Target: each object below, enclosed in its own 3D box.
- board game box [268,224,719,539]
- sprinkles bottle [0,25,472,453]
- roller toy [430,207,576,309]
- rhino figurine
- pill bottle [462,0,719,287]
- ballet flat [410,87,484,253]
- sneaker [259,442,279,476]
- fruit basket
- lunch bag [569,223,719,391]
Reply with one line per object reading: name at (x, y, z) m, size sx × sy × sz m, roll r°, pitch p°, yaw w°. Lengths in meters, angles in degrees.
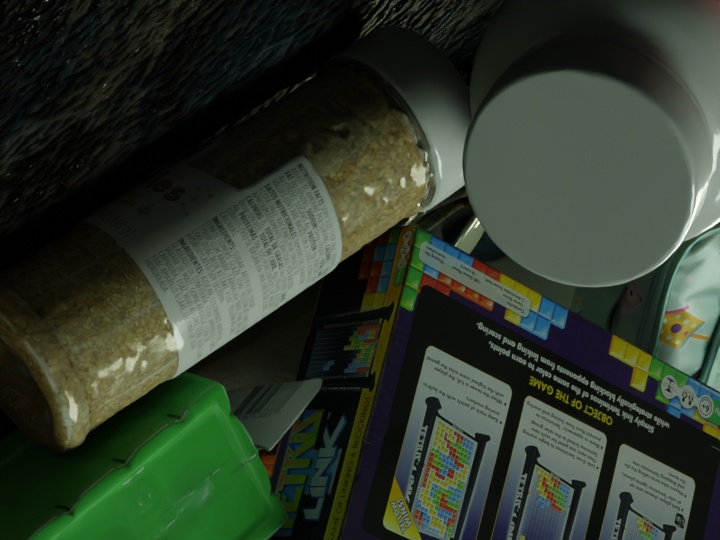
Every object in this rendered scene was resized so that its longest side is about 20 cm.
board game box at (0.056, 0.097, 0.940) m, size 0.057 × 0.200 × 0.166 m, roll -6°, pitch -117°, yaw 51°
sprinkles bottle at (-0.047, -0.014, 0.857) m, size 0.200 × 0.068 × 0.068 m, roll -35°, pitch 167°, yaw -26°
roller toy at (0.051, 0.044, 1.209) m, size 0.182 × 0.140 × 0.200 m, roll -42°, pitch 158°, yaw -4°
rhino figurine at (-0.058, 0.033, 1.004) m, size 0.200 × 0.060 × 0.087 m, roll -29°, pitch -172°, yaw 27°
pill bottle at (0.105, -0.076, 0.876) m, size 0.111 × 0.111 × 0.200 m, roll -48°, pitch -176°, yaw 34°
ballet flat at (0.000, 0.000, 1.075) m, size 0.200 × 0.062 × 0.067 m, roll -46°, pitch 169°, yaw 27°
sneaker at (-0.071, 0.112, 1.046) m, size 0.199 × 0.079 × 0.075 m, roll -10°, pitch -161°, yaw 5°
fruit basket at (-0.128, 0.106, 0.895) m, size 0.200 × 0.094 × 0.185 m, roll -18°, pitch -163°, yaw 49°
lunch bag at (0.167, 0.024, 1.079) m, size 0.160 × 0.077 × 0.201 m, roll -14°, pitch 135°, yaw -26°
